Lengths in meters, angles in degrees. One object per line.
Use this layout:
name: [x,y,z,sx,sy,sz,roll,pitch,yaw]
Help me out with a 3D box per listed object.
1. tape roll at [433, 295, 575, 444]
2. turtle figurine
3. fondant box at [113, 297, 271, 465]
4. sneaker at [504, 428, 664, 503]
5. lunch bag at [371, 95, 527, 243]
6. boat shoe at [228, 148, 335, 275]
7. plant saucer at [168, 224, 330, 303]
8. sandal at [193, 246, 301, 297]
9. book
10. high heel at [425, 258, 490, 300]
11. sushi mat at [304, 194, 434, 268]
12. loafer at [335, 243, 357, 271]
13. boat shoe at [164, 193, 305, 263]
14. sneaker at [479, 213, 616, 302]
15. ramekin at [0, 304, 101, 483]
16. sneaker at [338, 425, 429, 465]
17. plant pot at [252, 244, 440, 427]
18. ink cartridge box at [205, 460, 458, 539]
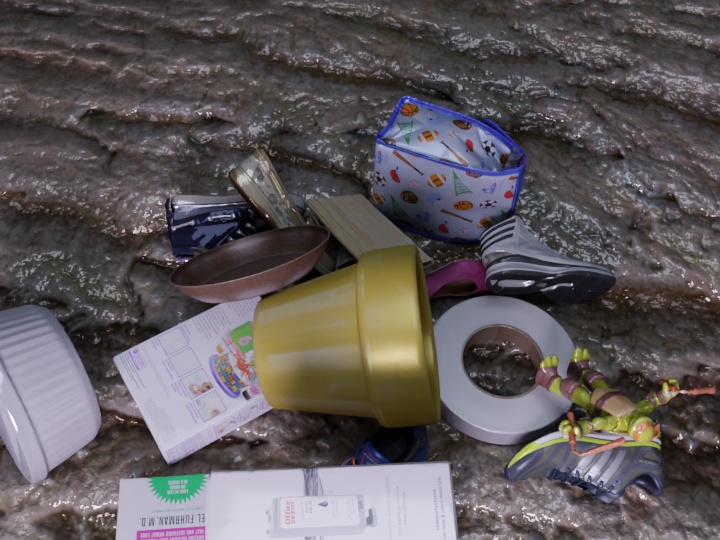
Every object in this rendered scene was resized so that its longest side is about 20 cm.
tape roll: [0.181,0.125,1.018,0.202,0.037,0.204,1,55,-1]
turtle figurine: [0.293,0.151,0.915,0.199,0.065,0.161,-20,33,-19]
fondant box: [-0.185,0.128,0.990,0.199,0.058,0.144,-28,62,-18]
sneaker: [0.269,0.233,0.929,0.199,0.074,0.081,-6,59,-4]
lunch bag: [0.127,-0.131,1.111,0.199,0.170,0.124,21,58,14]
boat shoe: [-0.093,-0.073,1.070,0.063,0.073,0.200,-43,107,-8]
plant saucer: [-0.128,-0.005,0.946,0.199,0.037,0.200,-13,16,4]
sandal: [-0.127,0.007,1.061,0.199,0.080,0.054,18,67,3]
book: [-0.201,0.328,0.867,0.133,0.048,0.201,-2,54,-8]
high heel: [0.108,0.038,1.049,0.199,0.068,0.097,1,59,-16]
sushi mat: [0.009,-0.053,1.069,0.095,0.012,0.200,-9,35,-29]
loafer: [0.000,0.000,1.075,0.070,0.070,0.201,1,56,0]
boat shoe: [-0.176,-0.055,1.117,0.199,0.075,0.093,-3,70,-2]
sneaker: [0.253,-0.026,1.074,0.200,0.076,0.116,7,56,-22]
ramekin: [-0.376,0.133,0.905,0.094,0.203,0.202,-25,59,-30]
sneaker: [0.004,0.233,0.913,0.075,0.079,0.200,36,62,21]
plant pot: [-0.014,0.083,0.896,0.188,0.201,0.202,-9,55,9]
ink cartridge box: [-0.023,0.230,0.674,0.199,0.147,0.083,-2,55,0]
